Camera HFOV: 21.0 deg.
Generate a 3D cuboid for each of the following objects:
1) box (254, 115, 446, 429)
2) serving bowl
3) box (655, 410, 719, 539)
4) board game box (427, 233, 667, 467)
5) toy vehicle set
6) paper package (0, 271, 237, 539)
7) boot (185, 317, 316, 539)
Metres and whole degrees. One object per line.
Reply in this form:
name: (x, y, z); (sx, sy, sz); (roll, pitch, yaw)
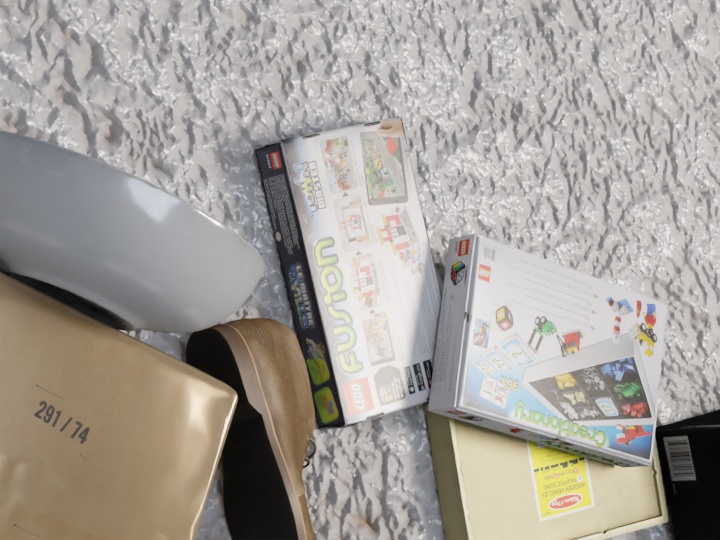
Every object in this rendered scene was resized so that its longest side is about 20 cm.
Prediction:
box: (0.000, 0.000, 1.354); (0.110, 0.035, 0.201); (-14, 92, -36)
serving bowl: (-0.159, -0.011, 1.145); (0.199, 0.200, 0.066); (28, 77, -30)
box: (0.323, 0.207, 1.527); (0.141, 0.079, 0.201); (-11, 91, -39)
board game box: (0.140, 0.061, 1.410); (0.199, 0.035, 0.127); (19, 72, -35)
toy vehicle set: (0.141, 0.144, 1.442); (0.199, 0.026, 0.125); (-7, 88, -36)
paper package: (-0.199, 0.120, 1.154); (0.199, 0.103, 0.192); (28, 69, -30)
boot: (-0.051, 0.128, 1.284); (0.075, 0.073, 0.201); (-13, 90, -46)
